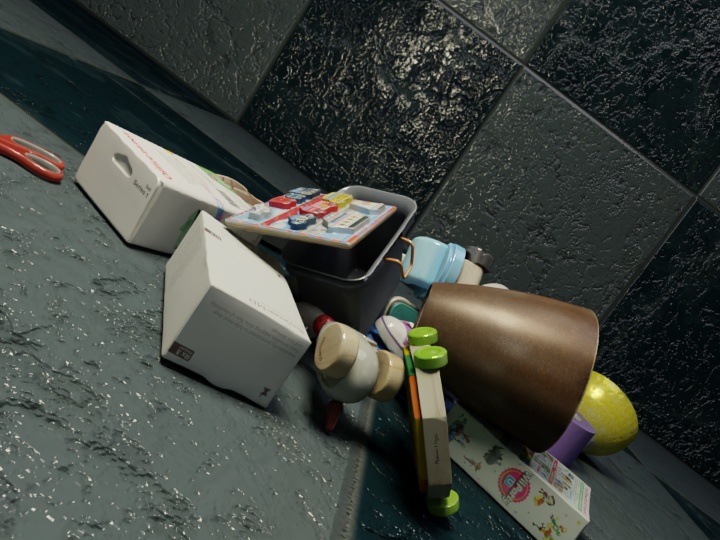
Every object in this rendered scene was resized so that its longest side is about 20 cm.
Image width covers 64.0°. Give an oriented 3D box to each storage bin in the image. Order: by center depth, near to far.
[{"bbox_3d":[0.000,0.000,0.780,0.142,0.137,0.201,15,41,21],"label":"storage bin"}]

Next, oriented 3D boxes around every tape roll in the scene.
[{"bbox_3d":[0.361,0.286,1.152,0.198,0.086,0.200,37,9,-6],"label":"tape roll"}]

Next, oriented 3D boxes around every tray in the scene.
[{"bbox_3d":[-0.071,-0.026,0.899,0.198,0.023,0.106,22,3,-43],"label":"tray"}]

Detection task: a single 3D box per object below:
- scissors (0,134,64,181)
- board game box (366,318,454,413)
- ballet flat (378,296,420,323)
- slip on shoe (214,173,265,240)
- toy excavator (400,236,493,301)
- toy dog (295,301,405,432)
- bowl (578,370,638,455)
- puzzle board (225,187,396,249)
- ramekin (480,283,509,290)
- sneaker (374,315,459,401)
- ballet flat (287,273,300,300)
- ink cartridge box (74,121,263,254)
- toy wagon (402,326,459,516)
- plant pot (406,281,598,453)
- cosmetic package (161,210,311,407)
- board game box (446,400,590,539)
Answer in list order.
[{"bbox_3d":[-0.409,-0.146,0.611,0.198,0.014,0.073,26,17,-47],"label":"scissors"},{"bbox_3d":[0.056,0.145,0.846,0.201,0.039,0.157,49,12,21],"label":"board game box"},{"bbox_3d":[0.096,0.095,0.915,0.198,0.070,0.070,36,7,-31],"label":"ballet flat"},{"bbox_3d":[-0.207,-0.104,1.039,0.197,0.078,0.060,22,-26,-29],"label":"slip on shoe"},{"bbox_3d":[0.082,-0.011,0.907,0.197,0.102,0.194,29,-11,-7],"label":"toy excavator"},{"bbox_3d":[-0.037,0.102,0.618,0.130,0.098,0.200,31,-5,-10],"label":"toy dog"},{"bbox_3d":[0.487,0.330,1.262,0.106,0.203,0.199,-29,56,-33],"label":"bowl"},{"bbox_3d":[-0.050,-0.070,0.696,0.147,0.018,0.200,10,20,16],"label":"puzzle board"},{"bbox_3d":[0.236,0.136,1.100,0.198,0.201,0.106,26,21,-46],"label":"ramekin"},{"bbox_3d":[0.116,0.097,0.831,0.199,0.115,0.073,35,15,-30],"label":"sneaker"},{"bbox_3d":[-0.076,0.019,0.919,0.070,0.070,0.200,16,7,7],"label":"ballet flat"},{"bbox_3d":[-0.236,-0.087,0.739,0.144,0.085,0.199,41,9,27],"label":"ink cartridge box"},{"bbox_3d":[0.069,0.142,0.600,0.038,0.160,0.200,-6,10,1],"label":"toy wagon"},{"bbox_3d":[0.164,0.098,0.732,0.196,0.191,0.187,23,8,5],"label":"plant pot"},{"bbox_3d":[-0.129,0.029,0.571,0.112,0.082,0.200,33,8,-29],"label":"cosmetic package"},{"bbox_3d":[0.200,0.255,0.755,0.199,0.065,0.147,39,10,22],"label":"board game box"}]
